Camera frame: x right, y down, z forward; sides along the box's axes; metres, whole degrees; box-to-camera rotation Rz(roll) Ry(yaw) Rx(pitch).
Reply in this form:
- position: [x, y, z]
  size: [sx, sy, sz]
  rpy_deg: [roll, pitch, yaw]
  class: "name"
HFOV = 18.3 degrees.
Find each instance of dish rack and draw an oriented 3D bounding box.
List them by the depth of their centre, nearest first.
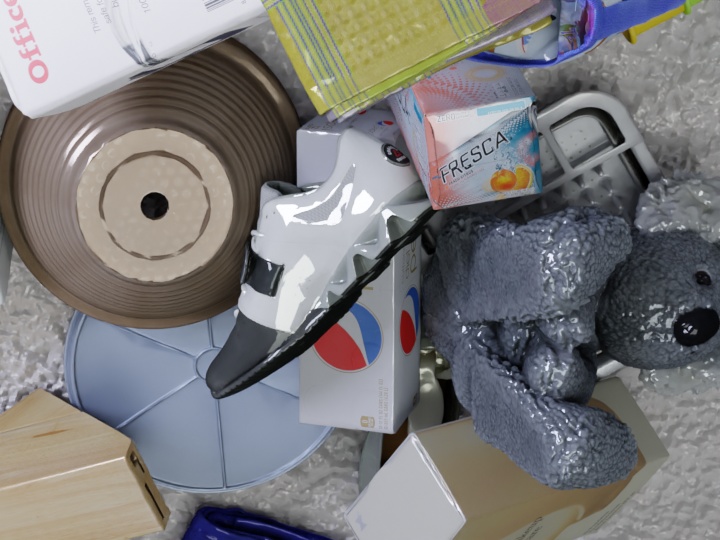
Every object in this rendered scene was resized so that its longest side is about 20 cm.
- position: [0.130, -0.018, 1.498]
  size: [0.171, 0.044, 0.200]
  rpy_deg: [-30, 117, 7]
  class: "dish rack"

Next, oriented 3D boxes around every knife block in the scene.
- position: [-0.244, 0.161, 1.465]
  size: [0.175, 0.200, 0.064]
  rpy_deg: [-38, 121, -22]
  class: "knife block"

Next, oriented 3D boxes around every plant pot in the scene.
- position: [-0.129, -0.051, 1.396]
  size: [0.200, 0.093, 0.202]
  rpy_deg: [-2, 108, -6]
  class: "plant pot"

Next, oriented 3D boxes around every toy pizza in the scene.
- position: [-0.100, 0.058, 1.507]
  size: [0.199, 0.032, 0.201]
  rpy_deg: [-3, 114, -7]
  class: "toy pizza"

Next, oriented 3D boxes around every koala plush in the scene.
- position: [0.160, 0.021, 1.429]
  size: [0.199, 0.184, 0.178]
  rpy_deg: [-13, 109, -26]
  class: "koala plush"

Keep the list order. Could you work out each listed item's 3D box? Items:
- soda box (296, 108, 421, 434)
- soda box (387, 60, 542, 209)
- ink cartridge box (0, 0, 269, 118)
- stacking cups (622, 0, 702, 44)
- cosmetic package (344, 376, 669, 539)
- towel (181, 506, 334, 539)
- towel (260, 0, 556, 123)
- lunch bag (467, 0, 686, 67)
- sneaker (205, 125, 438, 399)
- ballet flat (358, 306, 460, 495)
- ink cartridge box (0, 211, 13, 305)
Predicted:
- position: [0.000, 0.000, 1.435]
  size: [0.068, 0.064, 0.201]
  rpy_deg: [6, 111, 17]
  class: "soda box"
- position: [0.056, -0.110, 1.350]
  size: [0.068, 0.200, 0.064]
  rpy_deg: [-10, 118, -5]
  class: "soda box"
- position: [-0.119, -0.191, 1.252]
  size: [0.199, 0.084, 0.145]
  rpy_deg: [-22, 92, 17]
  class: "ink cartridge box"
- position: [0.246, -0.215, 1.412]
  size: [0.199, 0.061, 0.061]
  rpy_deg: [-28, 118, 0]
  class: "stacking cups"
- position: [0.099, 0.143, 1.491]
  size: [0.199, 0.071, 0.105]
  rpy_deg: [-13, 151, -40]
  class: "cosmetic package"
- position: [-0.087, 0.268, 1.614]
  size: [0.147, 0.050, 0.201]
  rpy_deg: [23, 112, -11]
  class: "towel"
- position: [0.001, -0.191, 1.178]
  size: [0.143, 0.023, 0.201]
  rpy_deg: [-28, 92, -4]
  class: "towel"
- position: [0.100, -0.191, 1.285]
  size: [0.170, 0.199, 0.124]
  rpy_deg: [-28, 131, -43]
  class: "lunch bag"
- position: [-0.040, -0.007, 1.378]
  size: [0.089, 0.074, 0.200]
  rpy_deg: [46, 110, 8]
  class: "sneaker"
- position: [0.036, 0.122, 1.544]
  size: [0.067, 0.064, 0.201]
  rpy_deg: [0, 117, -8]
  class: "ballet flat"
- position: [-0.308, -0.066, 1.382]
  size: [0.146, 0.083, 0.201]
  rpy_deg: [-11, 119, 2]
  class: "ink cartridge box"
